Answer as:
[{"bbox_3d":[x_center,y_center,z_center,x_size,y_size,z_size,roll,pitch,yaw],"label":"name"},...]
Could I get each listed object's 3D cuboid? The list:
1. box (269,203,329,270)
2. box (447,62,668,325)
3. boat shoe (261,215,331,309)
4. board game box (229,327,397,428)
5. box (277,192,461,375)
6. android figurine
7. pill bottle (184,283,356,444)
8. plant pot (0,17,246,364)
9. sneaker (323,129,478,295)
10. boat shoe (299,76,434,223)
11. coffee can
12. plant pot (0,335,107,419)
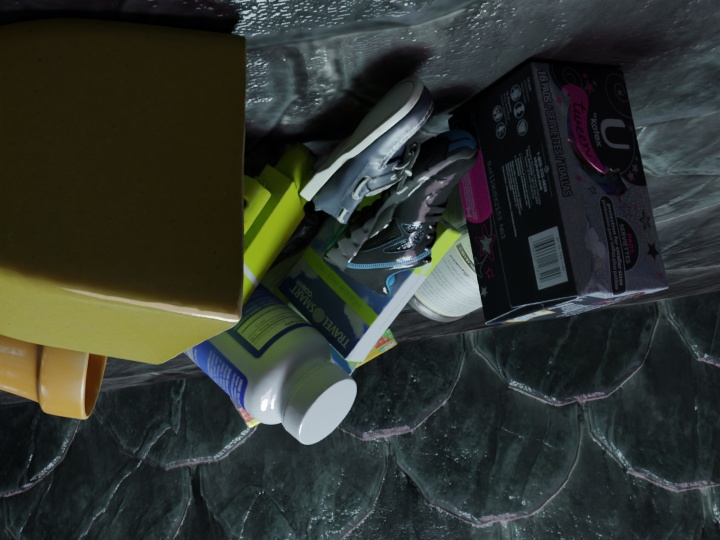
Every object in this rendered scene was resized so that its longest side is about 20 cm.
[{"bbox_3d":[-0.095,-0.001,1.108,0.200,0.049,0.161,-42,153,24],"label":"box"},{"bbox_3d":[0.175,-0.065,0.779,0.114,0.202,0.132,-4,169,-30],"label":"box"},{"bbox_3d":[-0.032,-0.013,1.020,0.200,0.063,0.073,-38,154,-1],"label":"boat shoe"},{"bbox_3d":[-0.074,0.089,1.059,0.199,0.057,0.165,-29,-160,-8],"label":"board game box"},{"bbox_3d":[0.000,0.000,0.933,0.201,0.122,0.048,-53,154,12],"label":"box"},{"bbox_3d":[-0.107,-0.028,0.836,0.041,0.201,0.182,34,173,7],"label":"android figurine"},{"bbox_3d":[-0.101,0.089,0.917,0.112,0.199,0.113,-37,148,-28],"label":"pill bottle"},{"bbox_3d":[-0.203,-0.051,0.587,0.198,0.198,0.194,6,164,-28],"label":"plant pot"},{"bbox_3d":[0.052,-0.054,0.828,0.200,0.082,0.073,-42,-167,39],"label":"sneaker"},{"bbox_3d":[0.012,-0.095,0.751,0.062,0.075,0.200,39,143,-10],"label":"boat shoe"},{"bbox_3d":[0.144,-0.042,0.973,0.145,0.148,0.199,-1,161,-38],"label":"coffee can"},{"bbox_3d":[-0.414,0.072,1.083,0.181,0.202,0.200,9,166,-9],"label":"plant pot"}]
